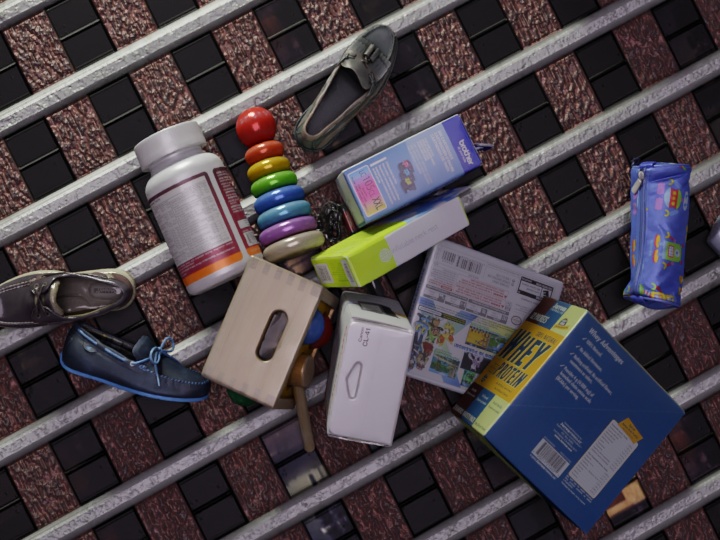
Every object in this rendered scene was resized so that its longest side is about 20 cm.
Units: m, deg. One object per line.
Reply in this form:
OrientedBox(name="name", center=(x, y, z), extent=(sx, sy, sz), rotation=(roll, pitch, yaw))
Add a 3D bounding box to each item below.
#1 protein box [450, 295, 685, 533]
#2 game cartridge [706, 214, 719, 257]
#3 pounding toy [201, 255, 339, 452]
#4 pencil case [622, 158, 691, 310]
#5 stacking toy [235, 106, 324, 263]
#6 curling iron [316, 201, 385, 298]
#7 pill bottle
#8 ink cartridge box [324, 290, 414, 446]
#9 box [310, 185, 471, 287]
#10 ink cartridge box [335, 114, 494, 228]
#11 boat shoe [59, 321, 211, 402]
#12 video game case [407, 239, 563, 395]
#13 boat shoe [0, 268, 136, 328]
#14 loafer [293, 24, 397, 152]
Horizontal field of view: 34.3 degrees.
OrientedBox(name="protein box", center=(0.263, 0.180, 1.493), extent=(0.198, 0.135, 0.201), rotation=(43, 85, -15))
OrientedBox(name="game cartridge", center=(0.576, -0.075, 1.596), extent=(0.200, 0.040, 0.133), rotation=(-44, 88, -5))
OrientedBox(name="pounding toy", center=(-0.098, 0.111, 1.474), extent=(0.140, 0.184, 0.203), rotation=(22, 86, 9))
OrientedBox(name="pencil case", center=(0.394, -0.050, 1.556), extent=(0.086, 0.078, 0.204), rotation=(6, 87, -34))
OrientedBox(name="stacking toy", center=(-0.115, -0.116, 1.520), extent=(0.084, 0.085, 0.203), rotation=(-18, 86, -5))
OrientedBox(name="curling iron", center=(0.000, 0.000, 1.552), extent=(0.049, 0.026, 0.202), rotation=(-27, 96, 20))
OrientedBox(name="pill bottle", center=(-0.210, -0.080, 1.493), extent=(0.108, 0.110, 0.203), rotation=(-24, 90, -5))
OrientedBox(name="ink cartridge box", center=(0.007, 0.118, 1.451), extent=(0.084, 0.200, 0.150), rotation=(10, 98, -6))
OrientedBox(name="box", center=(0.045, -0.042, 1.487), extent=(0.198, 0.122, 0.048), rotation=(-29, 101, -22))
OrientedBox(name="ink cartridge box", center=(0.073, -0.133, 1.504), extent=(0.198, 0.136, 0.077), rotation=(-28, 92, -5))
OrientedBox(name="boat shoe", center=(-0.286, 0.117, 1.493), extent=(0.196, 0.084, 0.070), rotation=(14, 99, -6))
OrientedBox(name="video game case", center=(0.157, 0.073, 1.542), extent=(0.197, 0.022, 0.185), rotation=(19, 86, -18))
OrientedBox(name="boat shoe", center=(-0.389, 0.034, 1.497), extent=(0.196, 0.065, 0.073), rotation=(-5, 90, -4))
OrientedBox(name="loafer", center=(-0.014, -0.242, 1.537), extent=(0.071, 0.063, 0.201), rotation=(36, 86, -3))
